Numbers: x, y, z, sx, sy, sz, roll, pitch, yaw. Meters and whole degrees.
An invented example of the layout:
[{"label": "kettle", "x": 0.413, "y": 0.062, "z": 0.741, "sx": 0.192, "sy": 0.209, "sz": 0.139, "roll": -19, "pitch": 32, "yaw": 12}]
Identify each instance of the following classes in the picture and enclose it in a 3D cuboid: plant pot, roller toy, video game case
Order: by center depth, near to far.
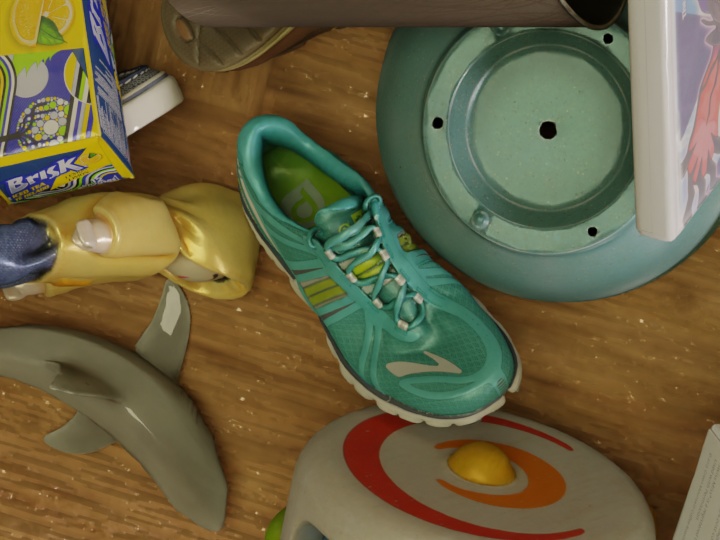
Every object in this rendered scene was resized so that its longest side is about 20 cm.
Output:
[{"label": "video game case", "x": 0.170, "y": -0.143, "z": 1.051, "sx": 0.023, "sy": 0.182, "sz": 0.201, "roll": 17, "pitch": 134, "yaw": 27}, {"label": "plant pot", "x": 0.097, "y": -0.074, "z": 1.150, "sx": 0.199, "sy": 0.134, "sz": 0.202, "roll": 1, "pitch": 98, "yaw": 9}, {"label": "roller toy", "x": 0.051, "y": 0.150, "z": 1.155, "sx": 0.199, "sy": 0.183, "sz": 0.141, "roll": 10, "pitch": 111, "yaw": -2}]

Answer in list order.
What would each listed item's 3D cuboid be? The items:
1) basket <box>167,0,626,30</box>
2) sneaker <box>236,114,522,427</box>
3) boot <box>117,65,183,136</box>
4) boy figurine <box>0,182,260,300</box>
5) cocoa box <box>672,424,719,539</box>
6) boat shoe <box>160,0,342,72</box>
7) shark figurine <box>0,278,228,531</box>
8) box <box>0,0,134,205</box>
[{"label": "basket", "x": 0.004, "y": -0.184, "z": 1.068, "sx": 0.199, "sy": 0.136, "sz": 0.181, "roll": -6, "pitch": 109, "yaw": 30}, {"label": "sneaker", "x": 0.000, "y": 0.000, "z": 1.168, "sx": 0.077, "sy": 0.080, "sz": 0.200, "roll": -40, "pitch": 66, "yaw": -11}, {"label": "boot", "x": -0.198, "y": -0.087, "z": 1.227, "sx": 0.199, "sy": 0.073, "sz": 0.091, "roll": -22, "pitch": 99, "yaw": 12}, {"label": "boy figurine", "x": -0.144, "y": -0.006, "z": 1.200, "sx": 0.124, "sy": 0.199, "sz": 0.065, "roll": -25, "pitch": 74, "yaw": 54}, {"label": "cocoa box", "x": 0.224, "y": 0.188, "z": 1.119, "sx": 0.130, "sy": 0.134, "sz": 0.201, "roll": 0, "pitch": 120, "yaw": -24}, {"label": "boat shoe", "x": -0.006, "y": -0.164, "z": 1.187, "sx": 0.199, "sy": 0.068, "sz": 0.072, "roll": -28, "pitch": 82, "yaw": 16}, {"label": "shark figurine", "x": -0.171, "y": 0.063, "z": 1.239, "sx": 0.213, "sy": 0.090, "sz": 0.129, "roll": 10, "pitch": 98, "yaw": 6}, {"label": "box", "x": -0.168, "y": -0.141, "z": 1.179, "sx": 0.070, "sy": 0.064, "sz": 0.201, "roll": -12, "pitch": 70, "yaw": 5}]
